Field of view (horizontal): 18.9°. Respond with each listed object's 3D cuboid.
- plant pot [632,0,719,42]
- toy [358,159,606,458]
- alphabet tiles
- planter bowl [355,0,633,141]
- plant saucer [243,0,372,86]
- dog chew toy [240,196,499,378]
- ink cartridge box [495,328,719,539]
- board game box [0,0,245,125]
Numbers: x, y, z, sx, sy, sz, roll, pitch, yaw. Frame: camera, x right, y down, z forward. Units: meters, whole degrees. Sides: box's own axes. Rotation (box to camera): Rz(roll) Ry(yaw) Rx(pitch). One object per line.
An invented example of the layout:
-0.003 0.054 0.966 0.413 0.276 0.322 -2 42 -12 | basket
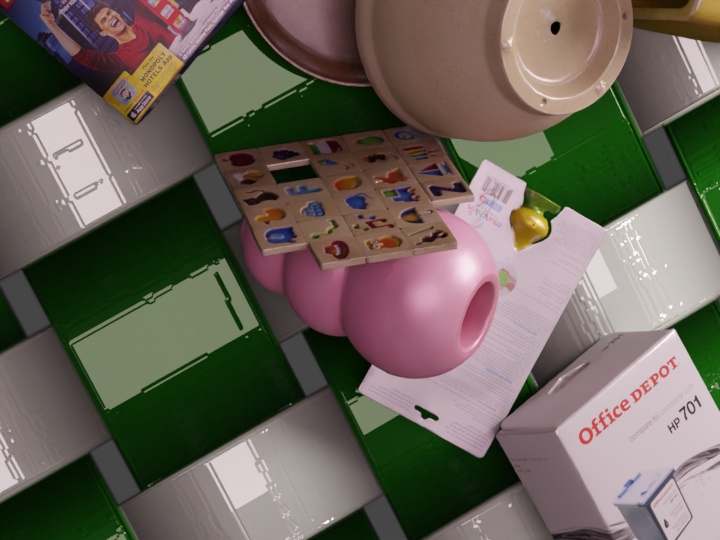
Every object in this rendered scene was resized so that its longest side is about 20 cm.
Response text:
0.313 -0.256 1.620 0.198 0.194 0.197 15 92 -20 | plant pot
0.091 0.028 1.663 0.115 0.047 0.201 29 94 -13 | toy
-0.005 -0.054 1.558 0.166 0.200 0.008 -9 119 -12 | alphabet tiles
0.113 -0.183 1.572 0.199 0.134 0.202 -10 110 -29 | planter bowl
-0.001 -0.240 1.622 0.198 0.032 0.202 -2 97 -13 | plant saucer
0.000 0.000 1.585 0.199 0.124 0.126 21 91 24 | dog chew toy
0.218 0.167 1.671 0.146 0.086 0.201 -37 105 -28 | ink cartridge box
-0.171 -0.246 1.554 0.200 0.062 0.200 41 95 -2 | board game box
